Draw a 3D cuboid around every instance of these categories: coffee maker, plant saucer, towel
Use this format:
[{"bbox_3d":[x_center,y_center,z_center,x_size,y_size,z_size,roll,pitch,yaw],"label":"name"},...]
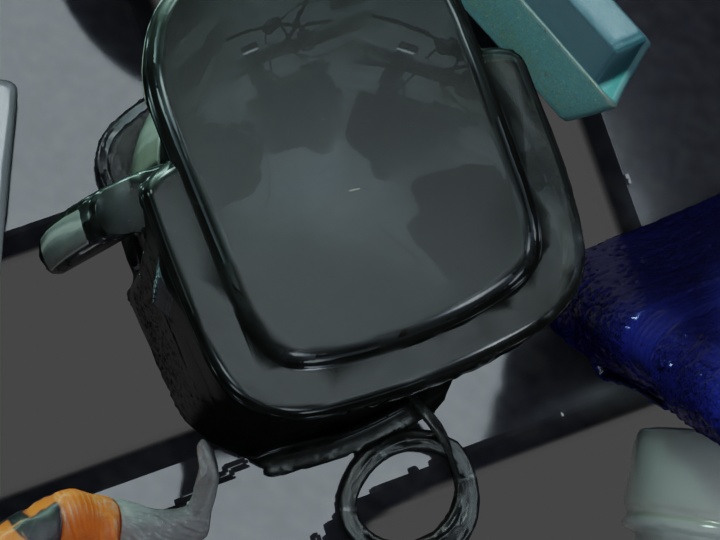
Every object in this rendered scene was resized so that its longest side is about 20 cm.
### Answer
[{"bbox_3d":[0.000,0.000,0.767,0.135,0.200,0.192,-44,91,-9],"label":"coffee maker"},{"bbox_3d":[0.061,-0.085,0.795,0.019,0.200,0.070,-42,91,13],"label":"plant saucer"},{"bbox_3d":[0.153,0.012,0.793,0.147,0.200,0.050,-21,104,-9],"label":"towel"}]

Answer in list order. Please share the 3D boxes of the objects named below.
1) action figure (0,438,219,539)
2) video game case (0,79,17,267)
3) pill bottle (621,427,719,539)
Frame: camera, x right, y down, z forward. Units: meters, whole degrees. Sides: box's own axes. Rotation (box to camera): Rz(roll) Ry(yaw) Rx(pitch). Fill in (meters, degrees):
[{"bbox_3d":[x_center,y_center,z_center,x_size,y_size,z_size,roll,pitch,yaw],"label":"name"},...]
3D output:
[{"bbox_3d":[-0.123,0.144,0.757,0.192,0.105,0.201,-17,45,-1],"label":"action figure"},{"bbox_3d":[-0.223,0.017,0.825,0.198,0.022,0.184,5,83,-8],"label":"video game case"},{"bbox_3d":[0.122,0.159,0.812,0.112,0.113,0.202,11,82,-7],"label":"pill bottle"}]
